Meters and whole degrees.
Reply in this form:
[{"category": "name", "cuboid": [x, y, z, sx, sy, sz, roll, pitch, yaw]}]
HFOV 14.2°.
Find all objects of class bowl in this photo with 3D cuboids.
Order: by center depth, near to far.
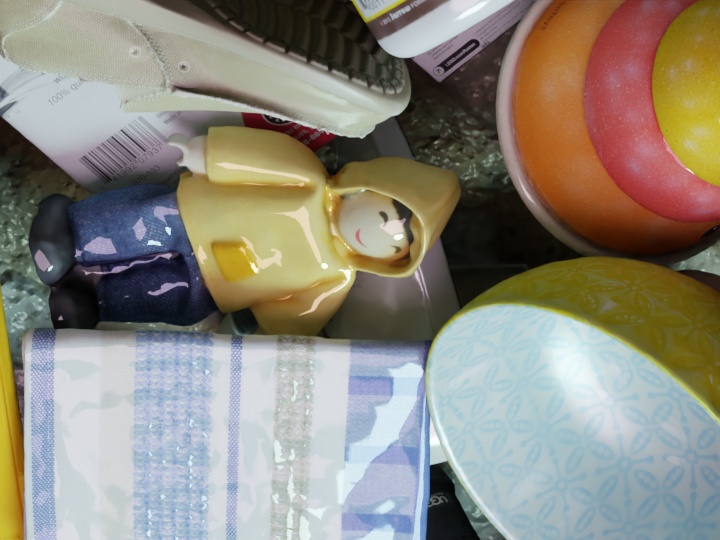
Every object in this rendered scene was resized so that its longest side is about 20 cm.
[{"category": "bowl", "cuboid": [0.140, 0.062, 1.338, 0.200, 0.108, 0.200, 30, 145, 23]}]

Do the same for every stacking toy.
[{"category": "stacking toy", "cuboid": [0.161, -0.076, 1.284, 0.146, 0.146, 0.200, 30, 168, -19]}]

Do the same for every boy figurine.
[{"category": "boy figurine", "cuboid": [-0.049, -0.009, 1.370, 0.200, 0.064, 0.125, -7, 111, 13]}]

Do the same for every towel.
[{"category": "towel", "cuboid": [-0.065, 0.092, 1.392, 0.200, 0.024, 0.147, 1, 119, -1]}]

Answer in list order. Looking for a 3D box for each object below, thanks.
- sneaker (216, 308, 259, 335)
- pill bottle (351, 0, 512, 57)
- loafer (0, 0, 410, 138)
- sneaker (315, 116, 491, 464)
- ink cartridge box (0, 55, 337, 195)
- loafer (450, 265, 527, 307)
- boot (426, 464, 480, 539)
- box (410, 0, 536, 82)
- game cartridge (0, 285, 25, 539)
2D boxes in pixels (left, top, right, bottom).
[{"category": "sneaker", "cuboid": [0.015, 0.060, 1.546, 0.200, 0.071, 0.080, 21, 146, -12]}, {"category": "pill bottle", "cuboid": [0.008, -0.201, 1.262, 0.109, 0.109, 0.200, -29, 97, 25]}, {"category": "loafer", "cuboid": [-0.076, -0.102, 1.300, 0.200, 0.076, 0.068, 20, 126, -4]}, {"category": "sneaker", "cuboid": [0.000, 0.000, 1.418, 0.085, 0.200, 0.073, -15, 172, -1]}, {"category": "ink cartridge box", "cuboid": [-0.108, -0.124, 1.380, 0.145, 0.083, 0.200, -33, 120, 27]}, {"category": "loafer", "cuboid": [0.084, 0.031, 1.486, 0.200, 0.076, 0.068, 6, 152, -12]}, {"category": "boot", "cuboid": [0.061, 0.228, 1.584, 0.066, 0.200, 0.165, -16, 134, -23]}, {"category": "box", "cuboid": [0.071, -0.183, 1.350, 0.200, 0.035, 0.110, -36, 119, 29]}, {"category": "game cartridge", "cuboid": [-0.190, 0.035, 1.461, 0.032, 0.176, 0.200, -11, 130, -6]}]
